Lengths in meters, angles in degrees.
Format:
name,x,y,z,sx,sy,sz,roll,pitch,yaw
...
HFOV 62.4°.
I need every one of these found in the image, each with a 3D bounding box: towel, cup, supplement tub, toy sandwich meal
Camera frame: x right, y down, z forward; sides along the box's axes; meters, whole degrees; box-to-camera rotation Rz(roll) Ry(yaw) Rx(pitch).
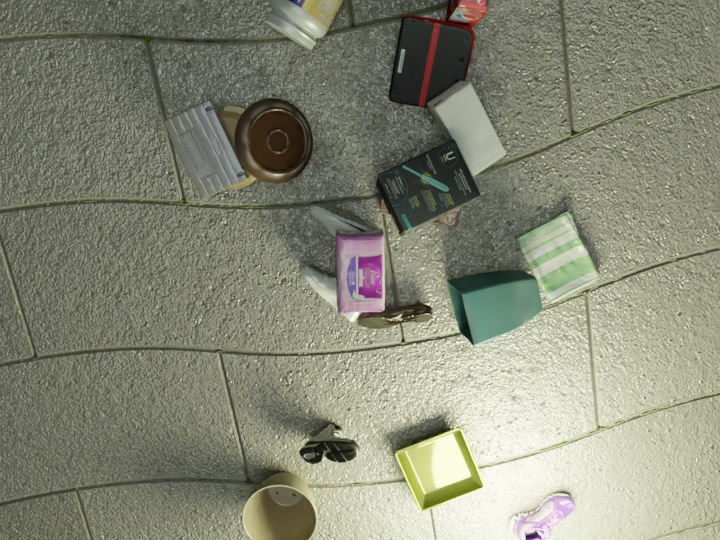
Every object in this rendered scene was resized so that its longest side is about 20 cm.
name,x,y,z,sx,sy,sz,roll,pitch,yaw
towel,0.511,-0.033,1.529,0.152,0.023,0.201,-29,101,8
cup,-0.212,0.637,1.626,0.199,0.143,0.202,0,102,1
supplement tub,-0.115,-0.622,1.341,0.145,0.145,0.201,29,101,-6
toy sandwich meal,-0.318,-0.302,1.459,0.203,0.070,0.207,0,107,1

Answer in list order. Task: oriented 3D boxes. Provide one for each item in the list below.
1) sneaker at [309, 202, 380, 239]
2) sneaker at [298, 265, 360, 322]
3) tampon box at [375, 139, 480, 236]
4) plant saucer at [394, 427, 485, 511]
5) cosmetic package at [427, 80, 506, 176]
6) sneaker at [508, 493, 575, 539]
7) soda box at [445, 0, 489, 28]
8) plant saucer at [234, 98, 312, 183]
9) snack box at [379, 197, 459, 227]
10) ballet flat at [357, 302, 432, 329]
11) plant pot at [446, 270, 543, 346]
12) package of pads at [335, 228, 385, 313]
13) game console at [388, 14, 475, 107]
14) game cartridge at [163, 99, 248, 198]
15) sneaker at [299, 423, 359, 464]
name,x,y,z,sx,sy,sz,roll,pitch,yaw
sneaker,-0.044,-0.103,1.497,0.199,0.076,0.081,26,111,-4
sneaker,-0.054,0.028,1.529,0.200,0.074,0.116,41,98,-17
tampon box,0.157,-0.194,1.421,0.199,0.126,0.151,-25,90,-1
plant saucer,0.218,0.542,1.648,0.199,0.048,0.201,-23,101,5
cosmetic package,0.253,-0.336,1.411,0.101,0.074,0.201,-34,115,1
sneaker,0.516,0.703,1.661,0.199,0.089,0.081,-33,99,6
soda box,0.235,-0.587,1.316,0.069,0.200,0.064,8,102,-1
plant saucer,-0.201,-0.310,1.425,0.199,0.032,0.202,-5,101,-26
snack box,0.151,-0.163,1.502,0.198,0.024,0.072,10,100,-1
ballet flat,0.089,0.114,1.557,0.198,0.068,0.047,-8,58,6
plant pot,0.344,0.077,1.501,0.199,0.141,0.142,-17,102,-3
package of pads,0.000,0.000,1.452,0.119,0.076,0.202,-2,104,-5
game console,0.167,-0.484,1.404,0.175,0.031,0.201,11,120,3
game cartridge,-0.366,-0.285,1.411,0.129,0.038,0.201,-20,106,11
sneaker,-0.067,0.446,1.583,0.200,0.115,0.076,-19,110,39
